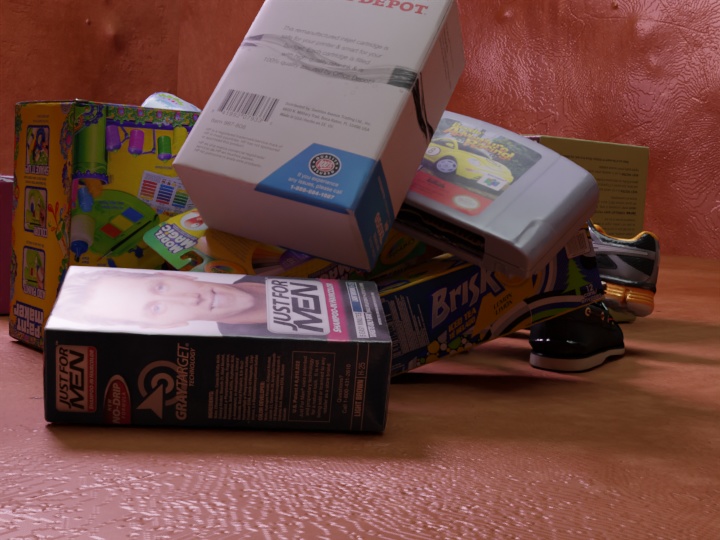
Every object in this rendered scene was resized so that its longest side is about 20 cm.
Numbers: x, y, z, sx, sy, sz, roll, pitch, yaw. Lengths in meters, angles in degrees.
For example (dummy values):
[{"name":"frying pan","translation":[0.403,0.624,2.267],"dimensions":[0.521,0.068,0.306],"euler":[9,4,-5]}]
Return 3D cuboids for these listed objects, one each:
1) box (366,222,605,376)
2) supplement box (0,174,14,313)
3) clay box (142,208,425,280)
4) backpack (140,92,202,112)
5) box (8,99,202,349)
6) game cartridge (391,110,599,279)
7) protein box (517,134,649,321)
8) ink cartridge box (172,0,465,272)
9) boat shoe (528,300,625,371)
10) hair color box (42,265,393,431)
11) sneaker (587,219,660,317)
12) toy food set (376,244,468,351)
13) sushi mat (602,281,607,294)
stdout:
[{"name":"box","translation":[0.084,0.019,0.882],"dimensions":[0.198,0.065,0.070],"euler":[-18,10,-15]},{"name":"supplement box","translation":[-0.353,-0.033,1.174],"dimensions":[0.102,0.133,0.199],"euler":[1,6,-30]},{"name":"clay box","translation":[-0.058,-0.022,0.882],"dimensions":[0.199,0.048,0.115],"euler":[-25,42,-32]},{"name":"backpack","translation":[-0.207,-0.080,1.279],"dimensions":[0.146,0.202,0.183],"euler":[25,-7,16]},{"name":"box","translation":[-0.173,-0.035,0.944],"dimensions":[0.198,0.195,0.121],"euler":[0,5,-39]},{"name":"game cartridge","translation":[0.076,-0.070,0.883],"dimensions":[0.198,0.041,0.133],"euler":[25,40,26]},{"name":"protein box","translation":[0.211,-0.047,1.299],"dimensions":[0.197,0.203,0.134],"euler":[-1,6,-40]},{"name":"ink cartridge box","translation":[-0.023,-0.118,0.838],"dimensions":[0.143,0.202,0.085],"euler":[16,-26,21]},{"name":"boat shoe","translation":[0.197,0.047,1.023],"dimensions":[0.073,0.064,0.201],"euler":[4,3,21]},{"name":"hair color box","translation":[-0.085,0.046,0.690],"dimensions":[0.197,0.061,0.100],"euler":[2,20,-7]},{"name":"sneaker","translation":[0.202,-0.017,1.111],"dimensions":[0.198,0.078,0.078],"euler":[18,-4,30]},{"name":"toy food set","translation":[0.000,0.000,1.017],"dimensions":[0.198,0.145,0.061],"euler":[4,34,21]},{"name":"sushi mat","translation":[0.122,-0.021,1.039],"dimensions":[0.199,0.012,0.095],"euler":[27,13,35]}]
